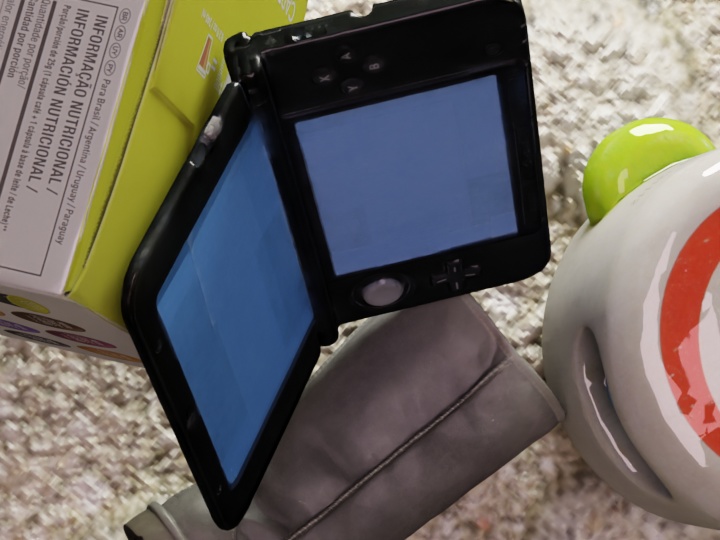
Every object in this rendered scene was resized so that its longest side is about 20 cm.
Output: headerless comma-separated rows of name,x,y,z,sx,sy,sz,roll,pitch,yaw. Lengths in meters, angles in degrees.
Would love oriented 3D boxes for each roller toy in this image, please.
roller toy,0.189,0.032,0.915,0.200,0.140,0.183,19,82,-9

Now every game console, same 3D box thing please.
game console,0.000,0.000,0.810,0.176,0.200,0.117,-13,56,0

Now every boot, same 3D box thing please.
boot,0.013,0.122,0.917,0.200,0.073,0.182,-35,92,-18

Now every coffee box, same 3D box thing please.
coffee box,-0.149,-0.083,0.805,0.197,0.200,0.200,12,81,13
